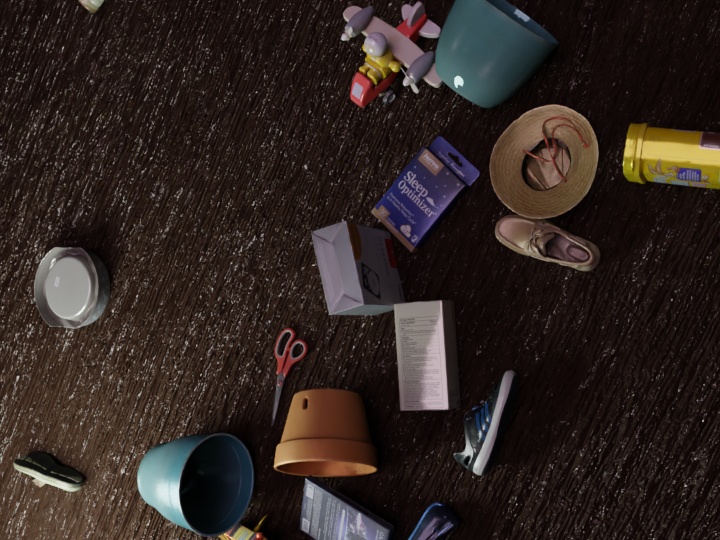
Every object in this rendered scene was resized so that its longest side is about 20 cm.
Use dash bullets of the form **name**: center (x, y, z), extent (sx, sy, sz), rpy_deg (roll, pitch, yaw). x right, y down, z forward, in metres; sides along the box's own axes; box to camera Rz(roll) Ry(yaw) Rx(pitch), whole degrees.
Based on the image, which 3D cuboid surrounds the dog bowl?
- **dog bowl**: center (-0.671, 0.040, 2.036), extent (0.197, 0.058, 0.204), rpy_deg (-2, 86, 26)

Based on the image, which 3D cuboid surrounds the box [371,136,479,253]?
- **box**: center (0.124, -0.150, 1.675), extent (0.121, 0.032, 0.201), rpy_deg (45, 105, 21)

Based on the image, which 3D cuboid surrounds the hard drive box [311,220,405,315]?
- **hard drive box**: center (0.000, 0.000, 1.634), extent (0.076, 0.199, 0.158), rpy_deg (-16, 81, 23)

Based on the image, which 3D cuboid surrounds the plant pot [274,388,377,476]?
- **plant pot**: center (-0.063, 0.310, 1.664), extent (0.197, 0.200, 0.142), rpy_deg (-9, 67, 25)

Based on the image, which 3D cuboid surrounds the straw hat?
- **straw hat**: center (0.334, -0.184, 1.545), extent (0.198, 0.085, 0.205), rpy_deg (-3, 83, 21)

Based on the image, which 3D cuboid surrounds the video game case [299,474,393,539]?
- **video game case**: center (-0.031, 0.500, 1.689), extent (0.198, 0.019, 0.145), rpy_deg (25, 125, 24)

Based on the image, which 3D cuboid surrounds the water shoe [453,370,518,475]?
- **water shoe**: center (0.225, 0.270, 1.582), extent (0.078, 0.071, 0.203), rpy_deg (20, 96, 27)

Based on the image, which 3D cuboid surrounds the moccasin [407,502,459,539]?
- **moccasin**: center (0.116, 0.532, 1.613), extent (0.068, 0.080, 0.202), rpy_deg (31, 102, 35)

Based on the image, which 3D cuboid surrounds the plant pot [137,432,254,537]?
- **plant pot**: center (-0.354, 0.434, 1.798), extent (0.186, 0.199, 0.204), rpy_deg (-4, 85, 40)

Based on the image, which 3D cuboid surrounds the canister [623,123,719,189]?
- **canister**: center (0.539, -0.181, 1.412), extent (0.197, 0.148, 0.088), rpy_deg (10, 91, 24)

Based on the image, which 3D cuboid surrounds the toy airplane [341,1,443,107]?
- **toy airplane**: center (0.059, -0.428, 1.660), extent (0.197, 0.141, 0.203), rpy_deg (-7, 84, 26)

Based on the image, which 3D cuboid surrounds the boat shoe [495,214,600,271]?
- **boat shoe**: center (0.329, -0.055, 1.551), extent (0.198, 0.064, 0.072), rpy_deg (19, 95, 25)

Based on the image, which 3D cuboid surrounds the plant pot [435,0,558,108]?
- **plant pot**: center (0.226, -0.393, 1.554), extent (0.201, 0.200, 0.162), rpy_deg (45, 116, 21)

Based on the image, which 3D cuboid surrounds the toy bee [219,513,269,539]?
- **toy bee**: center (-0.212, 0.550, 1.759), extent (0.197, 0.110, 0.132), rpy_deg (5, 45, 18)

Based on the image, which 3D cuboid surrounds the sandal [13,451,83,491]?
- **sandal**: center (-0.738, 0.483, 2.038), extent (0.199, 0.080, 0.058), rpy_deg (19, 109, 25)

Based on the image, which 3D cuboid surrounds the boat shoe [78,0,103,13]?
- **boat shoe**: center (-0.673, -0.709, 2.075), extent (0.062, 0.073, 0.201), rpy_deg (-37, 83, 13)

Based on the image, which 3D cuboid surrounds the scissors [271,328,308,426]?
- **scissors**: center (-0.169, 0.220, 1.809), extent (0.073, 0.014, 0.202), rpy_deg (28, 100, 22)

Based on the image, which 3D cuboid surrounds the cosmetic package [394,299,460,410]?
- **cosmetic package**: center (0.126, 0.159, 1.635), extent (0.104, 0.071, 0.203), rpy_deg (-4, 86, 26)
